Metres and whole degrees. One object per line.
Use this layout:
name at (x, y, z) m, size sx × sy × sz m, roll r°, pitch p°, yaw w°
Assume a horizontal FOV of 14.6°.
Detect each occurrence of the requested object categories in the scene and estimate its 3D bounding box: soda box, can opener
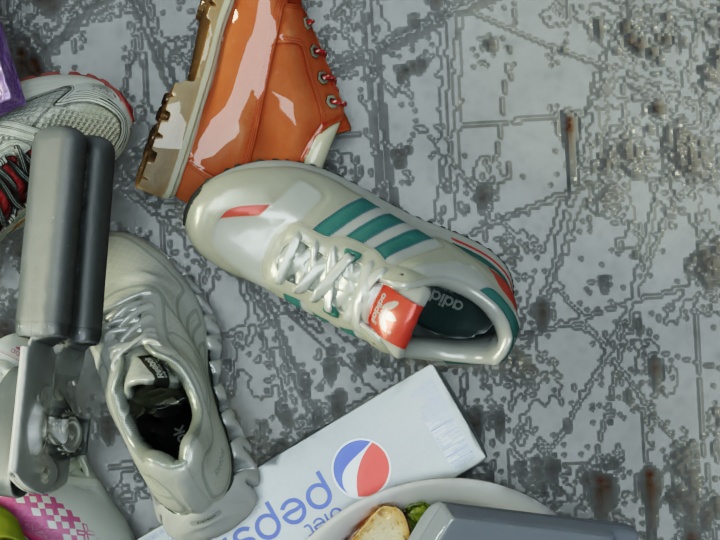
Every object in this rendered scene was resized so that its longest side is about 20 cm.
soda box at (-0.027, 0.129, 1.583) m, size 0.199 × 0.068 × 0.064 m, roll -31°, pitch 87°, yaw 0°
can opener at (-0.178, 0.023, 1.534) m, size 0.067 × 0.053 × 0.201 m, roll 0°, pitch 81°, yaw 31°

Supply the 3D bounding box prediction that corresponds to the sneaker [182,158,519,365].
sneaker at (0.000, 0.000, 1.549) m, size 0.199 × 0.093 × 0.071 m, roll 21°, pitch 107°, yaw -14°

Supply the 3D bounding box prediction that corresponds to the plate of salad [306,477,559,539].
plate of salad at (0.043, 0.210, 1.558) m, size 0.199 × 0.048 × 0.201 m, roll -4°, pitch 111°, yaw -10°

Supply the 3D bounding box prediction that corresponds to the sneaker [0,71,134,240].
sneaker at (-0.212, -0.037, 1.578) m, size 0.199 × 0.082 × 0.078 m, roll -33°, pitch 120°, yaw -1°

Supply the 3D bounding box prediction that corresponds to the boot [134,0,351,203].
boot at (-0.046, -0.124, 1.599) m, size 0.107 × 0.075 × 0.201 m, roll 19°, pitch 91°, yaw -7°

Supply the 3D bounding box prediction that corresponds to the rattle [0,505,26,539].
rattle at (-0.264, 0.218, 1.528) m, size 0.130 × 0.143 × 0.200 m, roll 29°, pitch 54°, yaw 25°

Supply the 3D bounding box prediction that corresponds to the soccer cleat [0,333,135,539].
soccer cleat at (-0.193, 0.090, 1.586) m, size 0.200 × 0.070 × 0.086 m, roll 40°, pitch 101°, yaw 5°

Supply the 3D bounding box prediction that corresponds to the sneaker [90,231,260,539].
sneaker at (-0.115, 0.050, 1.556) m, size 0.075 × 0.081 × 0.201 m, roll -29°, pitch 56°, yaw 4°

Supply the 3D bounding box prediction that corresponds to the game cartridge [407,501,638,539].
game cartridge at (0.065, 0.223, 1.522) m, size 0.132 × 0.041 × 0.201 m, roll 8°, pitch 105°, yaw -21°

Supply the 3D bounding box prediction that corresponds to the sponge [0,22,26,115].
sponge at (-0.290, -0.109, 1.578) m, size 0.199 × 0.030 × 0.112 m, roll -22°, pitch 79°, yaw 14°
